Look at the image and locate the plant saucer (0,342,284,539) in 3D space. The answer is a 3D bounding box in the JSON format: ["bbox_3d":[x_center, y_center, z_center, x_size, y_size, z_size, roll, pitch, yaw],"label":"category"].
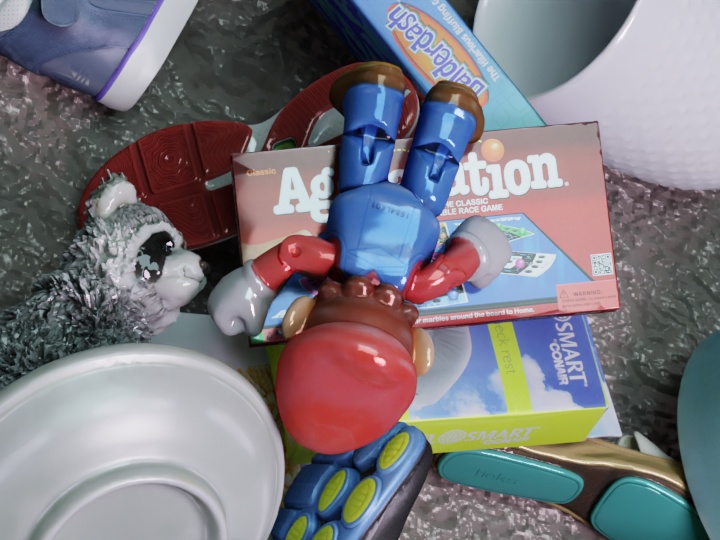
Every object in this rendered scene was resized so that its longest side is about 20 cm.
[{"bbox_3d":[-0.123,0.132,1.347,0.199,0.201,0.050,-4,32,-25],"label":"plant saucer"}]

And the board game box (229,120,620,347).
[{"bbox_3d":[0.034,-0.020,1.440,0.199,0.019,0.104,-6,82,-6],"label":"board game box"}]

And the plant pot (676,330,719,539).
[{"bbox_3d":[0.304,0.094,1.532,0.200,0.161,0.201,25,50,-34],"label":"plant pot"}]

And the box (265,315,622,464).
[{"bbox_3d":[0.047,0.038,1.491,0.199,0.048,0.122,-3,61,-21],"label":"box"}]

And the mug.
[{"bbox_3d":[0.172,-0.144,1.624,0.175,0.148,0.200,30,27,-35],"label":"mug"}]

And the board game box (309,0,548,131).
[{"bbox_3d":[0.040,-0.114,1.541,0.045,0.152,0.200,-39,87,-4],"label":"board game box"}]

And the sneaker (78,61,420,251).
[{"bbox_3d":[-0.051,-0.040,1.518,0.199,0.116,0.079,-17,67,7],"label":"sneaker"}]

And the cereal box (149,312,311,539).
[{"bbox_3d":[-0.081,0.095,1.464,0.199,0.040,0.145,5,66,-22],"label":"cereal box"}]

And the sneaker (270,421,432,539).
[{"bbox_3d":[-0.007,0.172,1.420,0.082,0.071,0.201,14,99,-33],"label":"sneaker"}]

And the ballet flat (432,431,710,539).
[{"bbox_3d":[0.133,0.110,1.542,0.199,0.069,0.063,22,48,-16],"label":"ballet flat"}]

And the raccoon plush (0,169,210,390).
[{"bbox_3d":[-0.177,0.022,1.391,0.199,0.097,0.135,0,59,-9],"label":"raccoon plush"}]

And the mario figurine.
[{"bbox_3d":[0.000,0.000,1.400,0.106,0.123,0.201,41,59,-53],"label":"mario figurine"}]

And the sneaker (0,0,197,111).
[{"bbox_3d":[-0.153,-0.202,1.531,0.146,0.081,0.201,31,65,-14],"label":"sneaker"}]
